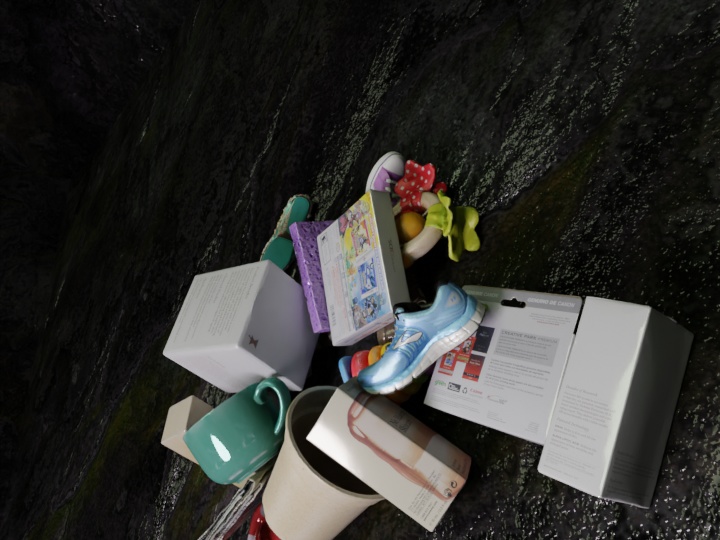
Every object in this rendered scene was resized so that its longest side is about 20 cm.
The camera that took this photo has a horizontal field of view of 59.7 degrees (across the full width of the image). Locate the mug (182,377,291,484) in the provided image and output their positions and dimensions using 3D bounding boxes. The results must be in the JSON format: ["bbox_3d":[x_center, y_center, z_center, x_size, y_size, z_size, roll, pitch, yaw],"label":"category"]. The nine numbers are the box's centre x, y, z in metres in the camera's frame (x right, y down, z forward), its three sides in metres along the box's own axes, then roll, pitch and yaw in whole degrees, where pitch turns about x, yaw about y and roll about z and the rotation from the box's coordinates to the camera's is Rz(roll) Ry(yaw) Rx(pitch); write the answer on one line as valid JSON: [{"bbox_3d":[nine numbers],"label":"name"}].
[{"bbox_3d":[-0.190,0.268,1.018,0.115,0.152,0.185,53,143,8],"label":"mug"}]

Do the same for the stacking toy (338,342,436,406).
[{"bbox_3d":[0.074,0.135,0.936,0.200,0.116,0.110,-37,58,23],"label":"stacking toy"}]

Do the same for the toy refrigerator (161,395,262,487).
[{"bbox_3d":[-0.263,0.317,1.149,0.070,0.200,0.076,-28,38,23],"label":"toy refrigerator"}]

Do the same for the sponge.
[{"bbox_3d":[-0.053,0.006,1.110,0.030,0.111,0.201,-33,66,51],"label":"sponge"}]

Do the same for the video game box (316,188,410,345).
[{"bbox_3d":[0.000,0.000,1.012,0.182,0.047,0.202,-37,57,53],"label":"video game box"}]

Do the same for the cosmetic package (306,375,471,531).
[{"bbox_3d":[0.041,0.238,0.841,0.199,0.103,0.088,33,98,10],"label":"cosmetic package"}]

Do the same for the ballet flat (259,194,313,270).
[{"bbox_3d":[-0.160,-0.074,1.385,0.201,0.075,0.064,-61,6,-1],"label":"ballet flat"}]

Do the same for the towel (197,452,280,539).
[{"bbox_3d":[-0.181,0.386,1.073,0.035,0.200,0.193,42,109,12],"label":"towel"}]

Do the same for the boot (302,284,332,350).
[{"bbox_3d":[-0.052,0.044,1.182,0.096,0.075,0.202,-18,66,32],"label":"boot"}]

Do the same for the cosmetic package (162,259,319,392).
[{"bbox_3d":[-0.200,0.105,1.102,0.199,0.166,0.168,-9,51,37],"label":"cosmetic package"}]

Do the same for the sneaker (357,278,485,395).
[{"bbox_3d":[0.066,0.084,0.832,0.200,0.090,0.078,-42,1,18],"label":"sneaker"}]

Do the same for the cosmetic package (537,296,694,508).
[{"bbox_3d":[0.278,0.141,0.679,0.081,0.112,0.201,7,75,52],"label":"cosmetic package"}]

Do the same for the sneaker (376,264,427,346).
[{"bbox_3d":[0.078,0.036,1.035,0.075,0.070,0.202,-4,68,28],"label":"sneaker"}]

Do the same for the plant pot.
[{"bbox_3d":[-0.055,0.313,0.951,0.184,0.199,0.201,-60,36,27],"label":"plant pot"}]

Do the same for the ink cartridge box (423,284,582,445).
[{"bbox_3d":[0.200,0.119,0.808,0.199,0.084,0.177,7,75,52],"label":"ink cartridge box"}]

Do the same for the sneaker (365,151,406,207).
[{"bbox_3d":[0.056,-0.106,1.124,0.114,0.072,0.202,34,109,52],"label":"sneaker"}]

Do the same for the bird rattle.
[{"bbox_3d":[0.090,-0.088,1.010,0.163,0.113,0.200,-43,44,2],"label":"bird rattle"}]

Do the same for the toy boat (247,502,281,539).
[{"bbox_3d":[-0.172,0.478,1.033,0.130,0.130,0.202,-12,62,48],"label":"toy boat"}]

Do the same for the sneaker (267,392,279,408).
[{"bbox_3d":[-0.206,0.288,1.223,0.200,0.088,0.082,119,159,-47],"label":"sneaker"}]

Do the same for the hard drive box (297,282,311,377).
[{"bbox_3d":[-0.177,0.139,1.268,0.156,0.077,0.201,-34,47,36],"label":"hard drive box"}]
